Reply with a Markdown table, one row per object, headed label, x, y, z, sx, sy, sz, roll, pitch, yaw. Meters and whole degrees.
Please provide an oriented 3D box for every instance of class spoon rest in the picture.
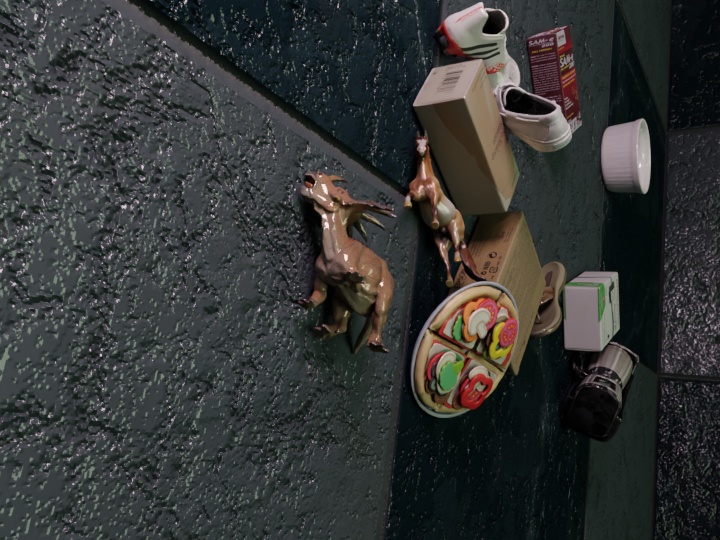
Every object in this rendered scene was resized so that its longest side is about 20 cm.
| label | x | y | z | sx | sy | sz | roll | pitch | yaw |
| --- | --- | --- | --- | --- | --- | --- | --- | --- | --- |
| spoon rest | 0.259 | -0.307 | 1.112 | 0.200 | 0.060 | 0.100 | 22 | 70 | -41 |

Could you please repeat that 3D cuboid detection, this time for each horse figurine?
| label | x | y | z | sx | sy | sz | roll | pitch | yaw |
| --- | --- | --- | --- | --- | --- | --- | --- | --- | --- |
| horse figurine | 0.106 | -0.067 | 0.856 | 0.200 | 0.050 | 0.133 | 55 | 25 | -29 |

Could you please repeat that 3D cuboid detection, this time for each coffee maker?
| label | x | y | z | sx | sy | sz | roll | pitch | yaw |
| --- | --- | --- | --- | --- | --- | --- | --- | --- | --- |
| coffee maker | 0.539 | 0.286 | 1.452 | 0.200 | 0.134 | 0.193 | -39 | 123 | -49 |

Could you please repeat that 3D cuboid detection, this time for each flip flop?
| label | x | y | z | sx | sy | sz | roll | pitch | yaw |
| --- | --- | --- | --- | --- | --- | --- | --- | --- | --- |
| flip flop | 0.333 | 0.049 | 1.199 | 0.058 | 0.081 | 0.200 | 48 | 48 | -23 |

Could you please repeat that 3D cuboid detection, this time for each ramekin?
| label | x | y | z | sx | sy | sz | roll | pitch | yaw |
| --- | --- | --- | --- | --- | --- | --- | --- | --- | --- |
| ramekin | 0.726 | -0.307 | 1.775 | 0.200 | 0.097 | 0.202 | -1 | 92 | -57 |

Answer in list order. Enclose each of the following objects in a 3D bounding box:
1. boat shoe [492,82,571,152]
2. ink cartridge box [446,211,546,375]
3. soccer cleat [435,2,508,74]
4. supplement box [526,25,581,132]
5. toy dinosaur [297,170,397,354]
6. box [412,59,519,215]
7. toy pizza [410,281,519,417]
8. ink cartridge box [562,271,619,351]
| label | x | y | z | sx | sy | sz | roll | pitch | yaw |
| --- | --- | --- | --- | --- | --- | --- | --- | --- | --- |
| boat shoe | 0.220 | -0.234 | 0.934 | 0.072 | 0.200 | 0.069 | -31 | 130 | -3 |
| ink cartridge box | 0.216 | 0.034 | 1.013 | 0.200 | 0.075 | 0.165 | -61 | 138 | -36 |
| soccer cleat | 0.188 | -0.341 | 0.953 | 0.200 | 0.085 | 0.069 | -7 | 73 | -55 |
| supplement box | 0.388 | -0.372 | 1.292 | 0.109 | 0.061 | 0.201 | -40 | 121 | -49 |
| toy dinosaur | 0.000 | 0.000 | 0.683 | 0.136 | 0.085 | 0.200 | -68 | 147 | -41 |
| box | 0.154 | -0.181 | 0.917 | 0.200 | 0.077 | 0.095 | 58 | 44 | -39 |
| toy pizza | 0.151 | 0.112 | 0.877 | 0.199 | 0.032 | 0.201 | -15 | 117 | -32 |
| ink cartridge box | 0.531 | 0.088 | 1.487 | 0.200 | 0.083 | 0.147 | -19 | 106 | -56 |
